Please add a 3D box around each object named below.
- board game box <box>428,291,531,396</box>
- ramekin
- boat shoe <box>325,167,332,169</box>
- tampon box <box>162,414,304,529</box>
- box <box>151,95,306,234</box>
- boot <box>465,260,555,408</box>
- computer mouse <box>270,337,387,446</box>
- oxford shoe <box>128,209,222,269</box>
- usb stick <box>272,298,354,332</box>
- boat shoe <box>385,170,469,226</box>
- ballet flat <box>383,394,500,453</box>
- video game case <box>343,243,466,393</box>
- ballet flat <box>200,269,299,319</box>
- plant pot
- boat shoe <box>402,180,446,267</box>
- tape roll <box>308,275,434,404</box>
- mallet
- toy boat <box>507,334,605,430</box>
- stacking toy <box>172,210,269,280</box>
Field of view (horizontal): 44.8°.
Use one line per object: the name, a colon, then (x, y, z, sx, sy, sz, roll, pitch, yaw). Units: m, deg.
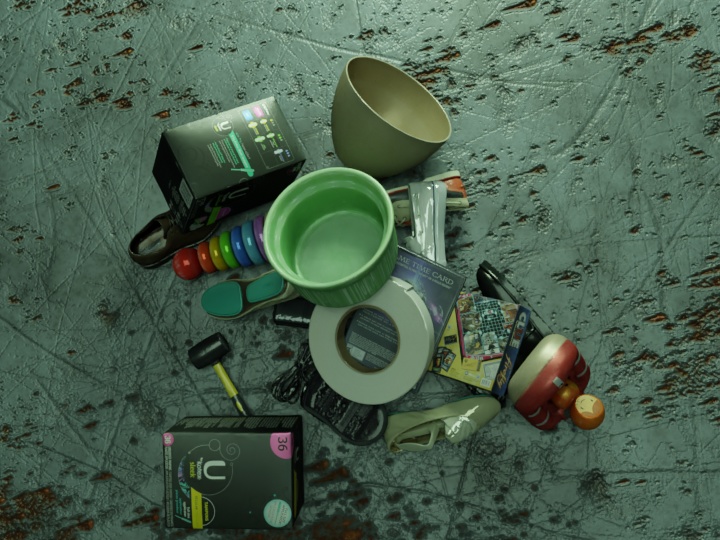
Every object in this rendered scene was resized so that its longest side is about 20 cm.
board game box: (0.160, 0.104, 1.356, 0.199, 0.034, 0.137, 13, 82, 50)
ramekin: (-0.038, -0.043, 1.305, 0.197, 0.098, 0.202, -6, 61, 12)
boat shoe: (-0.078, -0.085, 1.432, 0.070, 0.071, 0.202, 3, 58, 23)
tampon box: (-0.194, 0.312, 1.363, 0.197, 0.126, 0.152, -1, 93, 4)
box: (-0.212, -0.168, 1.398, 0.199, 0.149, 0.125, -24, 80, -27)
boot: (0.209, 0.106, 1.400, 0.162, 0.073, 0.199, -41, 79, 4)
computer mouse: (-0.035, 0.205, 1.418, 0.199, 0.053, 0.139, 37, 86, 20)
oxford shoe: (-0.301, -0.075, 1.459, 0.199, 0.084, 0.073, -39, 79, -3)
usb stick: (-0.047, 0.075, 1.436, 0.197, 0.033, 0.056, 6, 48, 5)
boat shoe: (0.080, -0.106, 1.440, 0.198, 0.071, 0.063, -17, 84, -2)
ballet flat: (0.125, 0.248, 1.366, 0.198, 0.069, 0.070, -16, 80, 22)
video game case: (0.063, 0.071, 1.359, 0.142, 0.019, 0.202, 26, 104, 14)
ballet flat: (-0.175, 0.044, 1.433, 0.198, 0.062, 0.068, -11, 75, 35)
plant pot: (0.028, -0.229, 1.414, 0.200, 0.200, 0.135, 45, 124, 9)
boat shoe: (0.098, -0.042, 1.382, 0.066, 0.074, 0.203, 2, 83, -6)
tape roll: (0.016, 0.104, 1.348, 0.200, 0.037, 0.206, 2, 96, 20)
mallet: (-0.204, 0.194, 1.440, 0.066, 0.041, 0.201, -38, 85, 2)
toy boat: (0.308, 0.187, 1.305, 0.130, 0.200, 0.131, 37, 87, 34)
stacking toy: (-0.219, -0.030, 1.454, 0.198, 0.085, 0.086, -19, 81, 9)
